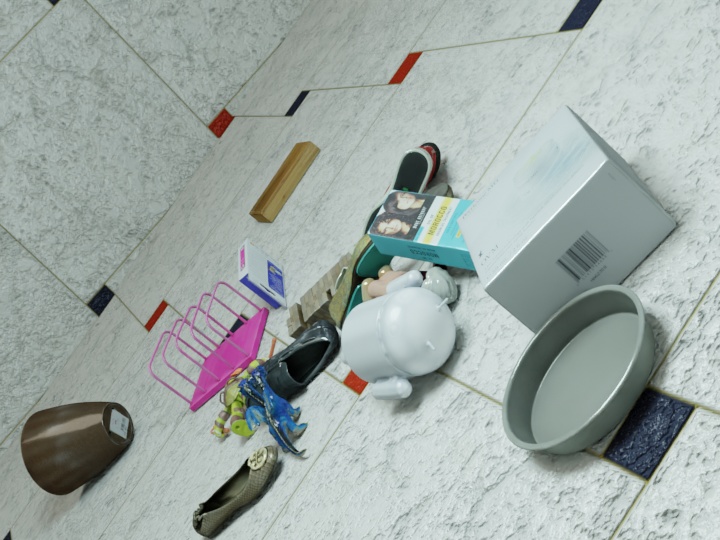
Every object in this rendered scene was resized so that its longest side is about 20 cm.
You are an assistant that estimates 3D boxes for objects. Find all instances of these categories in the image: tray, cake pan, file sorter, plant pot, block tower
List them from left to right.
[{"bbox_3d":[-0.581,0.354,2.454,0.198,0.188,0.188,-24,31,26],"label":"plant pot"},{"bbox_3d":[-0.291,0.137,2.201,0.199,0.125,0.140,-40,23,32],"label":"file sorter"},{"bbox_3d":[-0.173,-0.201,2.631,0.202,0.037,0.098,-58,20,-10],"label":"tray"},{"bbox_3d":[-0.039,0.038,1.884,0.200,0.057,0.055,-42,42,26],"label":"block tower"},{"bbox_3d":[0.229,0.108,1.212,0.200,0.037,0.201,-44,22,22],"label":"cake pan"}]

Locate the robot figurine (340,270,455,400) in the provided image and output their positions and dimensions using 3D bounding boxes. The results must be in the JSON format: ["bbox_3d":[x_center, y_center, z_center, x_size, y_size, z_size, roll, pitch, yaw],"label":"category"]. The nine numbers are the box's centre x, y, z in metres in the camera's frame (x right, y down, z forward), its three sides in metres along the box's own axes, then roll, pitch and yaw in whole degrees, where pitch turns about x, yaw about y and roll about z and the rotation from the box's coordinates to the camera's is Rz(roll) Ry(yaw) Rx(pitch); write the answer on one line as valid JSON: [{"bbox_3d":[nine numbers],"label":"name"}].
[{"bbox_3d":[0.050,0.086,1.537,0.199,0.111,0.173,-20,61,56],"label":"robot figurine"}]

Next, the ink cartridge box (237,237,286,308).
[{"bbox_3d":[-0.189,0.012,2.222,0.037,0.094,0.201,-47,21,12],"label":"ink cartridge box"}]

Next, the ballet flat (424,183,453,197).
[{"bbox_3d":[0.120,-0.075,1.745,0.067,0.047,0.201,-36,20,14],"label":"ballet flat"}]

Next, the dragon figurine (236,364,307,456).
[{"bbox_3d":[-0.136,0.218,1.753,0.059,0.099,0.201,-48,24,12],"label":"dragon figurine"}]

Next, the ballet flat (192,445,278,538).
[{"bbox_3d":[-0.194,0.333,1.760,0.200,0.046,0.068,-47,23,25],"label":"ballet flat"}]

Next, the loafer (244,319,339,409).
[{"bbox_3d":[-0.113,0.160,1.845,0.200,0.068,0.071,-44,13,14],"label":"loafer"}]

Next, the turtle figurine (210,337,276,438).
[{"bbox_3d":[-0.199,0.206,1.968,0.201,0.064,0.161,-53,20,0],"label":"turtle figurine"}]

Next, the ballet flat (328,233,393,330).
[{"bbox_3d":[0.000,0.000,1.783,0.071,0.070,0.203,-96,25,-63],"label":"ballet flat"}]

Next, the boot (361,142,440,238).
[{"bbox_3d":[0.073,-0.114,1.914,0.202,0.072,0.144,-63,-6,16],"label":"boot"}]

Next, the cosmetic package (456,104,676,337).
[{"bbox_3d":[0.232,-0.057,1.359,0.200,0.122,0.201,-47,19,15],"label":"cosmetic package"}]

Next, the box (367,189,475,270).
[{"bbox_3d":[0.112,-0.056,1.607,0.197,0.049,0.083,11,61,38],"label":"box"}]

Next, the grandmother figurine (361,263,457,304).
[{"bbox_3d":[0.078,0.023,1.667,0.121,0.061,0.199,-44,19,-18],"label":"grandmother figurine"}]
